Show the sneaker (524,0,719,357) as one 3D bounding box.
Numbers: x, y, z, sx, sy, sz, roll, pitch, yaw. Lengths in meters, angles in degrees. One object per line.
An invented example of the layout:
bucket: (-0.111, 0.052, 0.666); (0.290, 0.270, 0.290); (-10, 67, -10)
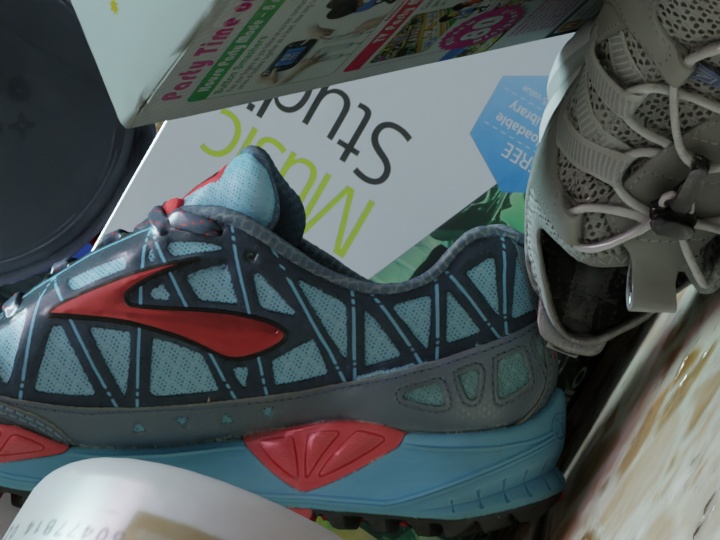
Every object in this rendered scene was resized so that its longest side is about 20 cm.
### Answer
sneaker: (0.081, -0.030, 0.608); (0.200, 0.074, 0.082); (108, 177, -74)

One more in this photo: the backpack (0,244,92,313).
backpack: (-0.089, 0.062, 1.062); (0.163, 0.200, 0.168); (-59, 3, 22)

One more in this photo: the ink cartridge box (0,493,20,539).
ink cartridge box: (-0.089, 0.130, 0.756); (0.067, 0.200, 0.117); (-22, -32, -53)

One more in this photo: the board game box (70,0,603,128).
board game box: (0.046, -0.106, 0.617); (0.199, 0.064, 0.148); (-15, -16, -32)

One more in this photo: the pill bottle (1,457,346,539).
pill bottle: (-0.060, 0.150, 0.539); (0.200, 0.119, 0.120); (-60, 3, -26)

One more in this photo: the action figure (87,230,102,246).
action figure: (-0.098, 0.074, 0.911); (0.200, 0.099, 0.065); (93, 162, -47)

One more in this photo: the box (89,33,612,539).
box: (0.000, 0.000, 0.767); (0.200, 0.144, 0.036); (-61, -22, 6)

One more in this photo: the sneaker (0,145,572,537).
sneaker: (-0.044, 0.014, 0.710); (0.079, 0.199, 0.096); (-77, -9, -88)

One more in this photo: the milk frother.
milk frother: (-0.163, -0.039, 0.916); (0.188, 0.180, 0.201); (-111, 17, -67)
